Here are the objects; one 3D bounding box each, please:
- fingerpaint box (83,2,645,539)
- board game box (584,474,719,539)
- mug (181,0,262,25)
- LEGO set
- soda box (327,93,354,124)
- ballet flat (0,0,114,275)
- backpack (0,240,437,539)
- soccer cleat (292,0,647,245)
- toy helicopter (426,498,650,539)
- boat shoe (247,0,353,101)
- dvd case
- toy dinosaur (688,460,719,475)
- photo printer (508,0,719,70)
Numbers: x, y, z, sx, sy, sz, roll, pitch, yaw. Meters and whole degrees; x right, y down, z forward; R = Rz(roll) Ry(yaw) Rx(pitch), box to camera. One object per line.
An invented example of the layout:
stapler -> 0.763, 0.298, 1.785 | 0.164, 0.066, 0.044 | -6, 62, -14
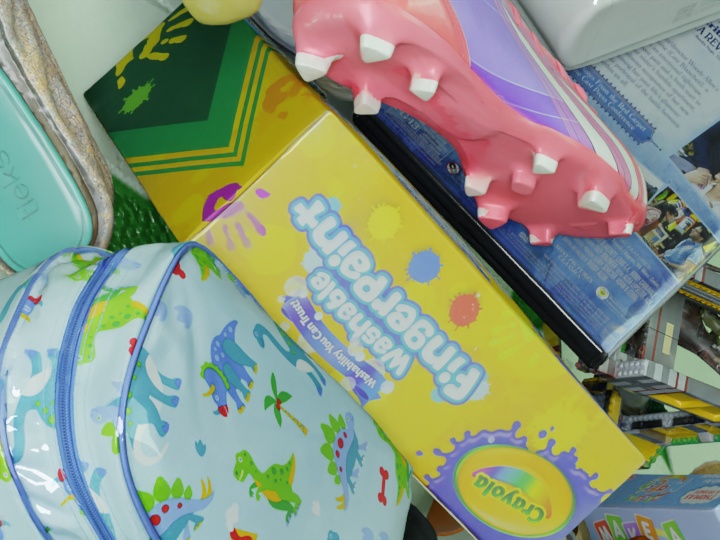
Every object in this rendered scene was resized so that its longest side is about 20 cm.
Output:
fingerpaint box -> 0.000, 0.000, 0.836 | 0.200, 0.073, 0.167 | 46, 2, -29
board game box -> 0.177, 0.188, 0.996 | 0.036, 0.151, 0.201 | -28, 96, -22
mug -> -0.066, -0.187, 0.734 | 0.187, 0.149, 0.153 | -61, 157, -20
LEGO set -> 0.132, -0.005, 1.016 | 0.115, 0.153, 0.201 | 21, 80, -32
soda box -> -0.006, -0.133, 0.990 | 0.063, 0.068, 0.201 | -14, 82, -62
ballet flat -> -0.146, -0.088, 0.771 | 0.067, 0.068, 0.201 | -61, 128, -75
backpack -> -0.064, 0.081, 0.719 | 0.200, 0.154, 0.164 | 40, 47, -16
soccer cleat -> 0.048, -0.071, 0.795 | 0.200, 0.066, 0.077 | 31, 61, -44
toy helicopter -> 0.065, 0.082, 0.958 | 0.132, 0.079, 0.201 | 46, 21, -48
boat shoe -> -0.046, -0.148, 0.917 | 0.200, 0.071, 0.070 | 52, -8, 30
dvd case -> 0.110, -0.070, 0.911 | 0.143, 0.018, 0.200 | 46, 61, 7
toy dinosaur -> 0.196, 0.129, 1.015 | 0.058, 0.200, 0.102 | -33, 93, -43
photo printer -> 0.102, -0.194, 0.921 | 0.166, 0.070, 0.201 | -22, 67, -24
